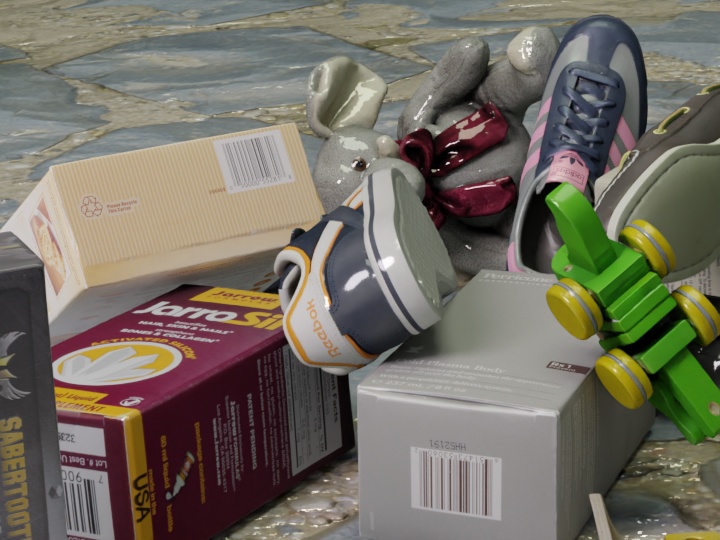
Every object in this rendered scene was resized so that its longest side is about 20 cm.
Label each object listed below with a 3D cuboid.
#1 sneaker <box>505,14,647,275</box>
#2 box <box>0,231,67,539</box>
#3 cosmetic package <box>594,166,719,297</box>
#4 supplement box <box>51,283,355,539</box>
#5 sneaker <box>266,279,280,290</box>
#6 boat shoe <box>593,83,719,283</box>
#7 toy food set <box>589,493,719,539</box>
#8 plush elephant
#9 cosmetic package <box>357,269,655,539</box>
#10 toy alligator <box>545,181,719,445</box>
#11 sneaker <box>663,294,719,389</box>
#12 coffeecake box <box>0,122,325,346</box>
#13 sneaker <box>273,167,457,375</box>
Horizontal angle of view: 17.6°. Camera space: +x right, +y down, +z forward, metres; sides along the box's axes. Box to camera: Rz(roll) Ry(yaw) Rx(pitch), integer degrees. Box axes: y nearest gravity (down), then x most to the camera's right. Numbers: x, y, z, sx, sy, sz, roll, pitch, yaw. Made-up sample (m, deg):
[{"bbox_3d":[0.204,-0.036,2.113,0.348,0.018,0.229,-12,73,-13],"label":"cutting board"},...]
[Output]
[{"bbox_3d":[0.135,-0.068,1.422,0.070,0.202,0.082,10,-11,7],"label":"sneaker"},{"bbox_3d":[-0.200,0.096,0.939,0.157,0.202,0.048,-12,21,-24],"label":"box"},{"bbox_3d":[0.242,-0.006,1.372,0.199,0.106,0.071,7,19,28],"label":"cosmetic package"},{"bbox_3d":[-0.100,0.077,1.189,0.110,0.086,0.200,5,18,30],"label":"supplement box"},{"bbox_3d":[-0.067,-0.040,1.614,0.082,0.075,0.200,-6,17,-17],"label":"sneaker"},{"bbox_3d":[0.179,-0.049,1.290,0.060,0.072,0.201,7,28,40],"label":"boat shoe"},{"bbox_3d":[0.204,0.122,1.011,0.198,0.061,0.144,-3,16,0],"label":"toy food set"},{"bbox_3d":[0.038,-0.064,1.523,0.154,0.166,0.199,-17,13,-33],"label":"plush elephant"},{"bbox_3d":[0.078,0.069,1.177,0.106,0.091,0.200,5,21,18],"label":"cosmetic package"},{"bbox_3d":[0.143,0.042,1.122,0.059,0.200,0.054,-39,11,-13],"label":"toy alligator"},{"bbox_3d":[0.173,0.045,1.285,0.198,0.061,0.104,-4,12,-18],"label":"sneaker"},{"bbox_3d":[-0.130,-0.007,1.356,0.153,0.074,0.200,-13,-12,-28],"label":"coffeecake box"},{"bbox_3d":[0.000,0.000,1.198,0.079,0.079,0.200,-29,5,10],"label":"sneaker"}]
